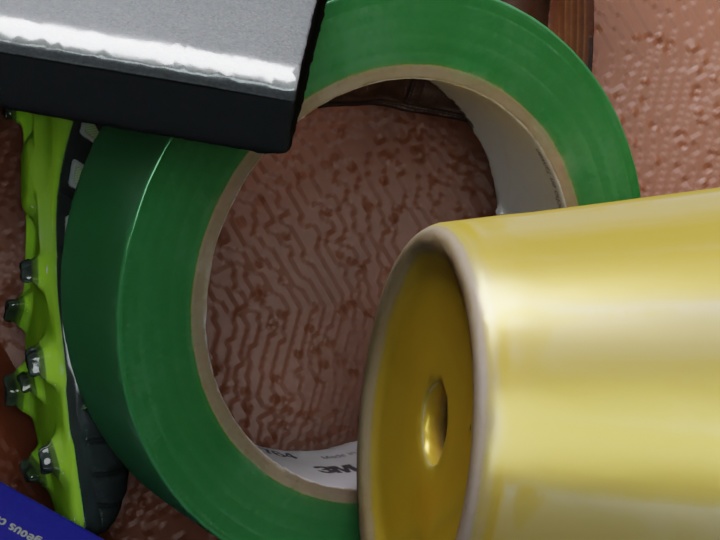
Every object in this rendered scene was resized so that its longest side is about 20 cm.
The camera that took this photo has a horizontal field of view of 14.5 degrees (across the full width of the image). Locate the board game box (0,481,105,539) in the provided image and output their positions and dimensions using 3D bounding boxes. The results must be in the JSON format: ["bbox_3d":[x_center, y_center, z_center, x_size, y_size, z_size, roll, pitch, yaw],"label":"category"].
[{"bbox_3d":[-0.145,0.157,0.895,0.152,0.045,0.200,28,50,7],"label":"board game box"}]

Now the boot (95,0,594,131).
[{"bbox_3d":[-0.017,-0.138,0.975,0.200,0.064,0.186,-2,85,-24],"label":"boot"}]

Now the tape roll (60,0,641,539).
[{"bbox_3d":[0.000,0.000,0.944,0.200,0.048,0.201,-8,107,-28],"label":"tape roll"}]

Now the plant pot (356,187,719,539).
[{"bbox_3d":[0.106,0.055,0.892,0.189,0.201,0.201,5,82,-15],"label":"plant pot"}]

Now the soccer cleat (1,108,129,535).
[{"bbox_3d":[-0.081,-0.008,0.975,0.081,0.068,0.200,1,81,-17],"label":"soccer cleat"}]

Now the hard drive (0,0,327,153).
[{"bbox_3d":[-0.108,-0.101,0.865,0.200,0.033,0.140,10,39,1],"label":"hard drive"}]
